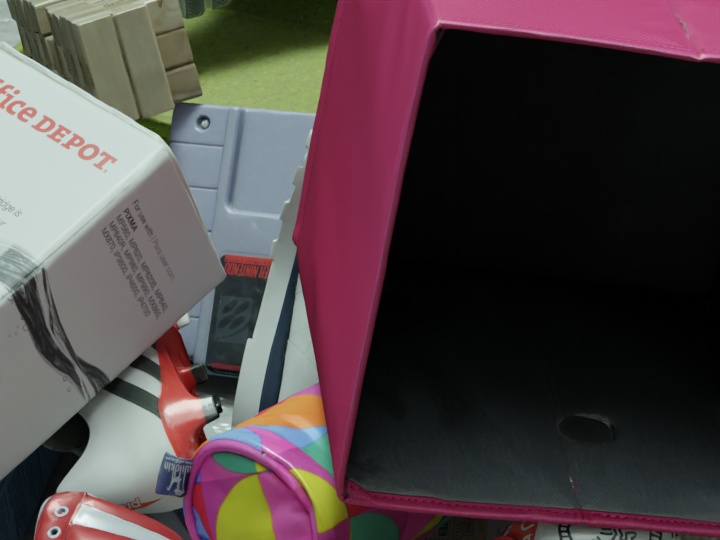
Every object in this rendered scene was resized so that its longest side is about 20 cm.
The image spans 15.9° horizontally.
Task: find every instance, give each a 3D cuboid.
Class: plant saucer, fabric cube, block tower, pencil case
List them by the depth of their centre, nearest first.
[{"bbox_3d":[0.091,-0.035,1.001,0.199,0.197,0.200,6,27,-9],"label":"fabric cube"},{"bbox_3d":[0.010,0.076,1.066,0.088,0.089,0.200,24,33,35],"label":"pencil case"},{"bbox_3d":[-0.132,-0.116,1.311,0.054,0.058,0.200,-18,17,-14],"label":"block tower"},{"bbox_3d":[-0.076,-0.115,1.449,0.199,0.048,0.200,14,38,25],"label":"plant saucer"}]

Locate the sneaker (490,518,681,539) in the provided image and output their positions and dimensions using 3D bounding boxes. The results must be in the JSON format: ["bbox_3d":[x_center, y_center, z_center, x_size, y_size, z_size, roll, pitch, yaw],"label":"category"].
[{"bbox_3d":[0.045,0.160,0.964,0.200,0.067,0.108,-17,59,-7],"label":"sneaker"}]

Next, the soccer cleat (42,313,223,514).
[{"bbox_3d":[-0.116,0.039,1.162,0.085,0.069,0.200,-21,40,-3],"label":"soccer cleat"}]

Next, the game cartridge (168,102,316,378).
[{"bbox_3d":[-0.005,-0.008,1.217,0.199,0.131,0.038,6,-9,21],"label":"game cartridge"}]

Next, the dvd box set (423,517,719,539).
[{"bbox_3d":[0.114,0.150,1.051,0.199,0.030,0.147,-1,33,6],"label":"dvd box set"}]

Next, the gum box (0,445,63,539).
[{"bbox_3d":[-0.232,0.094,1.157,0.169,0.045,0.200,4,34,12],"label":"gum box"}]

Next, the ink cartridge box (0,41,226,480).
[{"bbox_3d":[-0.180,0.010,1.112,0.200,0.084,0.144,-43,47,-18],"label":"ink cartridge box"}]

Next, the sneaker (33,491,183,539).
[{"bbox_3d":[-0.150,0.153,1.038,0.199,0.072,0.113,-7,37,-18],"label":"sneaker"}]

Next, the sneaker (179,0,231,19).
[{"bbox_3d":[-0.100,-0.196,1.475,0.199,0.075,0.116,-5,28,-21],"label":"sneaker"}]

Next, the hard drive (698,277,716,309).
[{"bbox_3d":[0.156,-0.013,1.175,0.200,0.026,0.132,-53,41,8],"label":"hard drive"}]

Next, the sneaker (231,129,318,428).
[{"bbox_3d":[0.000,0.000,1.168,0.080,0.201,0.076,13,0,7],"label":"sneaker"}]

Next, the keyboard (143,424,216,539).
[{"bbox_3d":[-0.067,0.110,1.143,0.056,0.011,0.200,-11,34,-23],"label":"keyboard"}]
